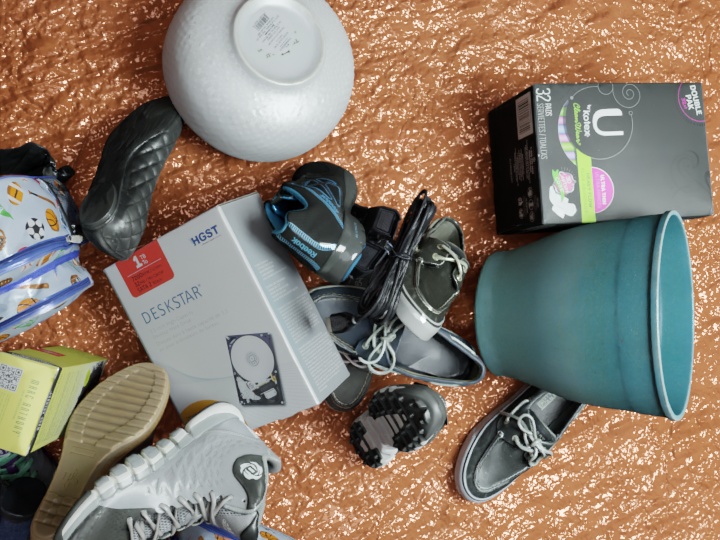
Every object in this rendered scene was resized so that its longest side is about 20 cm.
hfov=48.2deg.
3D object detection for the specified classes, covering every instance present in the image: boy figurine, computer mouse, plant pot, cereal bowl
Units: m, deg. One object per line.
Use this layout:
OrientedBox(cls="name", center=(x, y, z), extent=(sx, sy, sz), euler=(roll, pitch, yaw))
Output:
OrientedBox(cls="boy figurine", center=(-0.352, 0.276, 0.728), extent=(0.124, 0.064, 0.201), euler=(19, 106, -17))
OrientedBox(cls="computer mouse", center=(0.000, 0.000, 0.764), extent=(0.046, 0.200, 0.141), euler=(32, 74, -26))
OrientedBox(cls="plant pot", center=(0.224, 0.045, 0.815), extent=(0.187, 0.200, 0.201), euler=(-1, 87, 30))
OrientedBox(cls="cereal bowl", center=(-0.093, -0.214, 0.807), extent=(0.199, 0.083, 0.201), euler=(4, 80, -24))

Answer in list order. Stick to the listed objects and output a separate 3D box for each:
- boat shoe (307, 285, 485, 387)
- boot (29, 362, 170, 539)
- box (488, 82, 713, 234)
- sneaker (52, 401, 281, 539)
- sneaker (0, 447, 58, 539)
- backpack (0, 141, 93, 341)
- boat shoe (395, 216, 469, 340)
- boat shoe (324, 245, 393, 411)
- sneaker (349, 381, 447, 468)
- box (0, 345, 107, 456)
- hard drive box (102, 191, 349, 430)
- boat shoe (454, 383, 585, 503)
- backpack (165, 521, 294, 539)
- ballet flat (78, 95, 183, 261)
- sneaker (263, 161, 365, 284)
OrientedBox(cls="boat shoe", center=(0.033, 0.070, 0.807), extent=(0.200, 0.062, 0.075), euler=(27, 88, -15))
OrientedBox(cls="boot", center=(-0.236, 0.202, 0.755), extent=(0.072, 0.167, 0.200), euler=(18, 51, 9))
OrientedBox(cls="box", center=(0.259, -0.120, 0.883), extent=(0.199, 0.124, 0.149), euler=(-3, 89, -14))
OrientedBox(cls="sneaker", center=(-0.144, 0.198, 0.662), extent=(0.115, 0.075, 0.200), euler=(35, 50, 22))
OrientedBox(cls="sneaker", center=(-0.329, 0.188, 0.754), extent=(0.074, 0.088, 0.200), euler=(-28, 94, -12))
OrientedBox(cls="backpack", center=(-0.336, -0.008, 0.700), extent=(0.200, 0.191, 0.154), euler=(-33, 91, -3))
OrientedBox(cls="boat shoe", center=(0.070, -0.003, 0.797), extent=(0.064, 0.200, 0.071), euler=(-40, 105, 22))
OrientedBox(cls="boat shoe", center=(-0.004, 0.051, 0.850), extent=(0.067, 0.057, 0.201), euler=(12, 85, -12))
OrientedBox(cls="sneaker", center=(0.052, 0.140, 0.798), extent=(0.090, 0.200, 0.067), euler=(-27, 77, -24))
OrientedBox(cls="box", center=(-0.276, 0.108, 0.710), extent=(0.050, 0.200, 0.076), euler=(19, 85, -4))
OrientedBox(cls="hard drive box", center=(-0.128, 0.050, 0.773), extent=(0.156, 0.077, 0.200), euler=(-26, 93, 27))
OrientedBox(cls="boat shoe", center=(0.185, 0.177, 0.882), extent=(0.199, 0.068, 0.074), euler=(-40, 96, -12))
OrientedBox(cls="backpack", center=(-0.118, 0.308, 0.737), extent=(0.199, 0.190, 0.155), euler=(19, 83, -11))
OrientedBox(cls="ballet flat", center=(-0.218, -0.098, 0.784), extent=(0.066, 0.057, 0.200), euler=(0, 51, 19))
OrientedBox(cls="sneaker", center=(-0.049, -0.067, 0.776), extent=(0.082, 0.200, 0.073), euler=(30, 108, -24))
